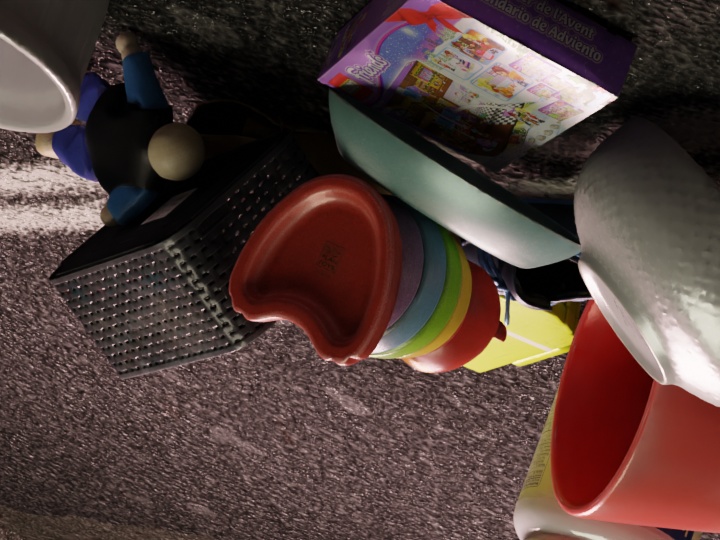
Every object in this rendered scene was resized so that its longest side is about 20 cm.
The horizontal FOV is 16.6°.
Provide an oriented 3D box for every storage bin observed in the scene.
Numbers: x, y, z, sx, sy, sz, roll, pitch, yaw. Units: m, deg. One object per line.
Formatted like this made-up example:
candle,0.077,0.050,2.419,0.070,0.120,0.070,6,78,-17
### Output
storage bin,-0.111,-0.010,1.729,0.094,0.135,0.199,55,148,-12

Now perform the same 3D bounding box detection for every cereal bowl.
cereal bowl,0.194,0.008,1.536,0.201,0.083,0.200,56,176,6

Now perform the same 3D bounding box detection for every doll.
doll,-0.170,-0.101,1.751,0.048,0.138,0.200,2,-168,-32

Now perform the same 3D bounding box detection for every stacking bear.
stacking bear,0.025,0.014,1.646,0.121,0.114,0.200,26,-179,34

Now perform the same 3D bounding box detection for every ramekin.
ramekin,-0.264,-0.184,1.654,0.199,0.098,0.201,19,161,7

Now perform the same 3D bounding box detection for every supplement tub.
supplement tub,0.204,0.164,1.927,0.144,0.201,0.145,19,162,7

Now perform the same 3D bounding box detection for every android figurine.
android figurine,0.087,0.031,1.904,0.181,0.041,0.199,22,153,-29

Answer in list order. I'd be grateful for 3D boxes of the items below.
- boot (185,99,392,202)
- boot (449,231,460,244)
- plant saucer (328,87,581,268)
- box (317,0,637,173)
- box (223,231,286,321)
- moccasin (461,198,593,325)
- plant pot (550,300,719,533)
boot,-0.048,-0.077,1.758,0.199,0.074,0.076,11,153,40
boot,0.000,0.000,1.793,0.075,0.074,0.200,-17,176,-35
plant saucer,0.056,-0.053,1.619,0.199,0.036,0.200,32,-174,-4
box,0.068,-0.128,1.519,0.136,0.039,0.200,27,162,-13
box,-0.036,0.012,2.051,0.120,0.033,0.200,11,160,31
moccasin,0.122,-0.009,1.729,0.081,0.068,0.199,47,150,-20
plant pot,0.251,0.098,1.741,0.176,0.202,0.200,15,164,-13
